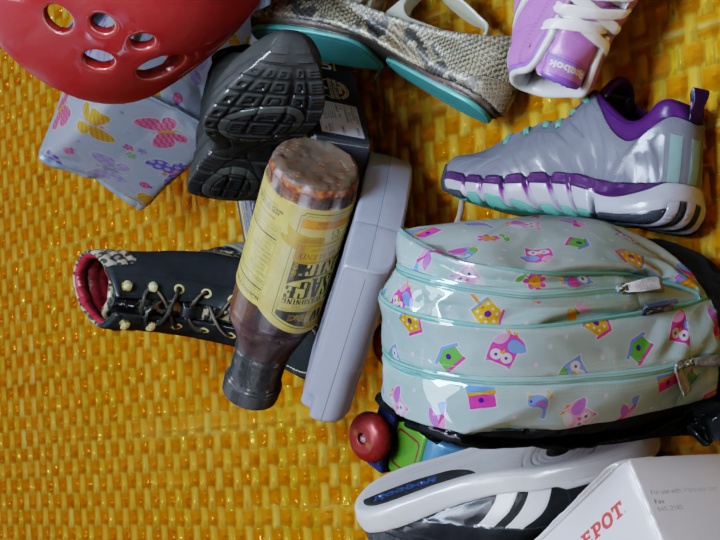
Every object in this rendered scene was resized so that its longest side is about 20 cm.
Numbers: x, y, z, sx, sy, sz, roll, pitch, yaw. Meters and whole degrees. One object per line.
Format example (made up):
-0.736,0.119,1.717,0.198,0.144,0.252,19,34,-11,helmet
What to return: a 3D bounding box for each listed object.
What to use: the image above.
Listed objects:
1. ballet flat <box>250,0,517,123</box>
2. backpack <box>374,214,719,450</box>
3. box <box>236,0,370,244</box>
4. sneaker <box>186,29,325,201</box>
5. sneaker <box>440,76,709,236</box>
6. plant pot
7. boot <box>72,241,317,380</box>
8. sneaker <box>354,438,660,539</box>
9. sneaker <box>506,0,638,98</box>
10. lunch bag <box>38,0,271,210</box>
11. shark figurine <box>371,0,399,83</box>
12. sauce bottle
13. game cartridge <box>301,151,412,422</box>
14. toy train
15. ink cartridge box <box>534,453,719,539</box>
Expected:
0.023,-0.159,1.359,0.200,0.068,0.075,21,82,27,ballet flat
0.102,0.034,1.144,0.167,0.200,0.127,11,103,59,backpack
-0.047,-0.083,1.476,0.200,0.049,0.161,-105,29,-52,box
-0.076,-0.120,1.376,0.200,0.076,0.091,134,140,-61,sneaker
0.133,-0.073,1.233,0.200,0.074,0.088,9,88,47,sneaker
-0.140,-0.234,1.338,0.182,0.200,0.201,-30,65,45,plant pot
-0.114,0.034,1.542,0.204,0.153,0.074,37,121,52,boot
0.106,0.158,1.259,0.200,0.073,0.112,-17,111,25,sneaker
0.144,-0.163,1.167,0.200,0.073,0.115,131,157,-60,sneaker
-0.161,-0.177,1.632,0.170,0.127,0.200,-31,37,54,lunch bag
0.000,-0.253,1.450,0.215,0.128,0.090,60,179,-1,shark figurine
-0.052,0.007,1.379,0.066,0.066,0.200,56,142,41,sauce bottle
0.000,0.000,1.381,0.200,0.041,0.133,-79,2,-65,game cartridge
0.073,0.060,1.316,0.116,0.085,0.200,36,121,41,toy train
0.176,0.223,1.139,0.147,0.086,0.200,-53,46,45,ink cartridge box
